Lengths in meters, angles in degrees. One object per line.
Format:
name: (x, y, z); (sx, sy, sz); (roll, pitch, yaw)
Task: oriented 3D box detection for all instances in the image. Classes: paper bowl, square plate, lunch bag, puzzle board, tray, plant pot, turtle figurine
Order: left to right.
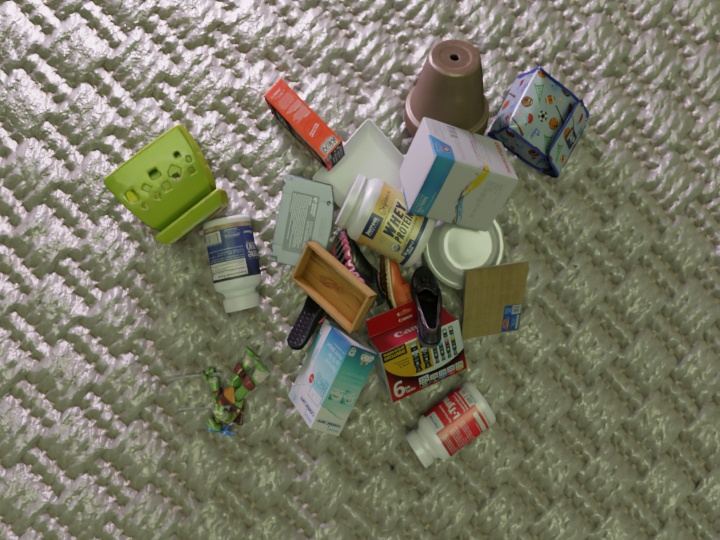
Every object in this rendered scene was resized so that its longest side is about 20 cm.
plant pot: (-0.402, -0.173, 1.238); (0.197, 0.200, 0.183); (-37, 100, -4)
turtle figurine: (-0.309, 0.257, 1.269); (0.200, 0.144, 0.195); (44, 83, -7)
tray: (-0.061, 0.034, 1.258); (0.199, 0.037, 0.100); (40, 116, 25)
square plate: (0.020, -0.215, 1.348); (0.198, 0.028, 0.200); (-45, 93, -2)
plant pot: (0.198, -0.395, 1.252); (0.194, 0.176, 0.205); (0, 59, 0)
paper bowl: (0.240, -0.059, 1.328); (0.194, 0.104, 0.207); (0, 89, -3)
puzzle board: (0.308, 0.070, 1.324); (0.146, 0.018, 0.204); (-8, 126, -6)
lunch bag: (0.430, -0.341, 1.335); (0.197, 0.124, 0.173); (32, 88, -17)

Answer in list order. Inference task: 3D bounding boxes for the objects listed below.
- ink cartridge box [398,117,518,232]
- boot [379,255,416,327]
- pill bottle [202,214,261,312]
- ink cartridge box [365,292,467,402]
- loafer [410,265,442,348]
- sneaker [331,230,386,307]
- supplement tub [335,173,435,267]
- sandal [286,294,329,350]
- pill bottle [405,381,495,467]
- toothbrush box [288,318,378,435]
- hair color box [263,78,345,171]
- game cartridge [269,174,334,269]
ink cartridge box: (0.205, -0.202, 1.219); (0.195, 0.149, 0.148); (12, 132, -17)
boot: (0.105, 0.051, 1.337); (0.104, 0.075, 0.206); (-16, 99, -7)
pill bottle: (-0.284, -0.014, 1.285); (0.108, 0.111, 0.206); (-11, 91, -4)
ink cartridge box: (0.126, 0.168, 1.286); (0.196, 0.084, 0.180); (-22, 114, -13)
loafer: (0.150, 0.067, 1.247); (0.070, 0.064, 0.204); (0, 54, -2)
sneaker: (0.000, 0.000, 1.311); (0.093, 0.079, 0.204); (-7, 67, -36)
supplement tub: (0.055, -0.113, 1.266); (0.196, 0.144, 0.147); (26, 88, -7)
sandal: (-0.102, 0.097, 1.323); (0.045, 0.074, 0.203); (43, 72, -44)
pill bottle: (0.206, 0.360, 1.320); (0.198, 0.112, 0.114); (-36, 92, -4)
toothbrush box: (-0.064, 0.235, 1.266); (0.084, 0.146, 0.204); (23, 97, -32)
hair color box: (-0.125, -0.326, 1.287); (0.061, 0.102, 0.200); (-44, 83, -3)
game cartridge: (-0.130, -0.108, 1.320); (0.130, 0.041, 0.206); (13, 99, 0)
